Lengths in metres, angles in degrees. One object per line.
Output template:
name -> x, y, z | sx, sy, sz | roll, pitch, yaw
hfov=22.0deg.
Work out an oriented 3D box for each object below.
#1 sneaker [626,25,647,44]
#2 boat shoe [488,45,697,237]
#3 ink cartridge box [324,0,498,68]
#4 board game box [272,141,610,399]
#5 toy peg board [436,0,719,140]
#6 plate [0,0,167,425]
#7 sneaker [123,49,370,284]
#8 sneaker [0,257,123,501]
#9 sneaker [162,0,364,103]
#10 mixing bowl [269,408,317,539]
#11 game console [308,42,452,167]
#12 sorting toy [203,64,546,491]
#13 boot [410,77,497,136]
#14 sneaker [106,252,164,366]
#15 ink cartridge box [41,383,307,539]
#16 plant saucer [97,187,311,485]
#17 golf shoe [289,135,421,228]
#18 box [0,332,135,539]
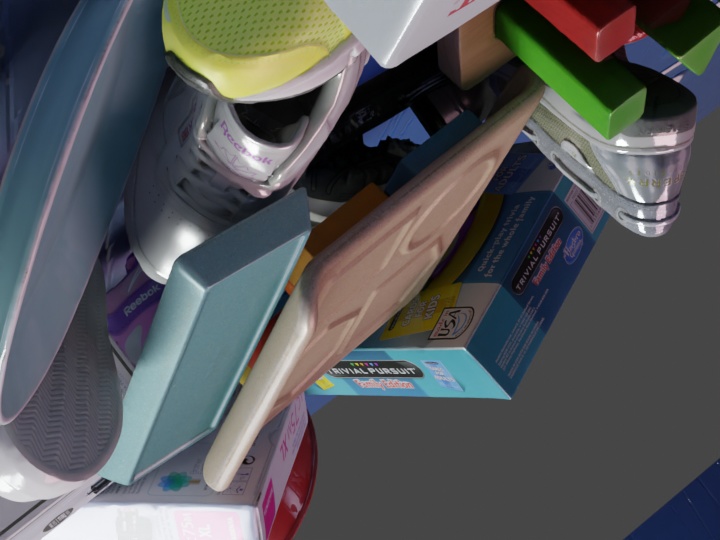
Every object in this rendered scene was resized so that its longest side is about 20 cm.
sneaker -> 0.145, -0.175, 0.998 | 0.201, 0.078, 0.116 | -55, -175, -29
boat shoe -> 0.111, -0.078, 0.938 | 0.074, 0.065, 0.202 | -8, -159, -16
ink cartridge box -> 0.042, -0.176, 0.423 | 0.145, 0.145, 0.200 | -34, 172, -28
board game box -> 0.040, 0.000, 1.078 | 0.199, 0.047, 0.152 | -4, -133, 51
toy peg board -> 0.136, -0.173, 0.806 | 0.199, 0.098, 0.200 | -37, 152, -18
plate -> -0.105, -0.042, 0.683 | 0.200, 0.025, 0.202 | -159, -90, -87
sneaker -> -0.054, -0.060, 0.758 | 0.201, 0.074, 0.100 | -57, -173, 37
sneaker -> -0.167, 0.058, 0.800 | 0.115, 0.074, 0.200 | -37, -155, 12
sneaker -> -0.001, -0.147, 0.648 | 0.201, 0.078, 0.090 | -52, 173, -13
mixing bowl -> -0.134, 0.102, 1.119 | 0.199, 0.200, 0.109 | -37, 141, -11
game console -> -0.004, -0.136, 0.893 | 0.199, 0.119, 0.170 | -32, -159, -37
sorting toy -> 0.000, 0.000, 0.904 | 0.200, 0.036, 0.186 | -45, 171, -36
boot -> 0.097, -0.144, 1.100 | 0.162, 0.074, 0.198 | -37, 179, 3
sneaker -> -0.084, -0.010, 1.050 | 0.088, 0.081, 0.201 | 5, -141, 27
ink cartridge box -> -0.136, 0.101, 0.998 | 0.198, 0.042, 0.120 | 1, -149, 11
plant saucer -> -0.070, 0.037, 0.817 | 0.070, 0.019, 0.200 | -31, 164, -31
golf shoe -> -0.004, -0.031, 0.991 | 0.200, 0.076, 0.089 | -19, 121, -81
box -> -0.203, 0.092, 0.909 | 0.199, 0.117, 0.060 | -36, 172, -11
